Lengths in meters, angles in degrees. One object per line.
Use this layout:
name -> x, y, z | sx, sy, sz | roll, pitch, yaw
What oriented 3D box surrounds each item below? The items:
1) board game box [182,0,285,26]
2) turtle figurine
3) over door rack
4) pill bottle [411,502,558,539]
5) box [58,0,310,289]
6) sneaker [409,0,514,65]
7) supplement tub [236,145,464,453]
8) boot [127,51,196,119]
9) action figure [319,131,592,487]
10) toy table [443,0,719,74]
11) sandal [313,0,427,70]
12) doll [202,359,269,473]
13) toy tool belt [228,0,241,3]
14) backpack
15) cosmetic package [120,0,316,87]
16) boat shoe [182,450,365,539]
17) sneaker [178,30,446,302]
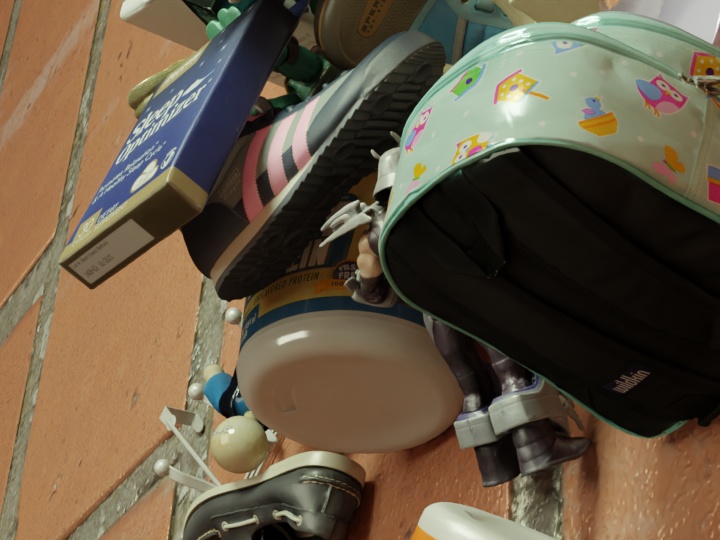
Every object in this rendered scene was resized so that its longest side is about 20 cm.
board game box -> -0.056, -0.256, 1.226 | 0.200, 0.028, 0.135 | -65, -13, -2
turtle figurine -> -0.035, -0.137, 1.238 | 0.101, 0.200, 0.150 | 17, 107, 32
over door rack -> -0.111, 0.094, 1.402 | 0.148, 0.067, 0.200 | -64, 24, 11
pill bottle -> 0.048, 0.226, 0.880 | 0.110, 0.109, 0.200 | 20, 89, 67
box -> -0.101, -0.088, 1.052 | 0.121, 0.032, 0.200 | -31, 26, 44
sneaker -> 0.060, -0.212, 1.166 | 0.080, 0.130, 0.200 | -73, -23, -48
supplement tub -> 0.000, 0.000, 1.133 | 0.145, 0.144, 0.200 | -43, 35, 47
boot -> -0.098, -0.093, 1.348 | 0.073, 0.156, 0.200 | -35, 0, 18
action figure -> 0.054, 0.017, 0.965 | 0.130, 0.069, 0.200 | -21, 94, 45
toy table -> 0.113, -0.119, 1.023 | 0.200, 0.117, 0.184 | -50, 29, 39
sandal -> 0.035, -0.202, 1.024 | 0.055, 0.082, 0.200 | 44, 112, 49
doll -> -0.060, 0.062, 1.263 | 0.136, 0.048, 0.200 | -11, 43, 33
toy tool belt -> -0.066, -0.208, 1.051 | 0.200, 0.125, 0.123 | -90, 14, -74
backpack -> 0.113, -0.031, 0.839 | 0.176, 0.200, 0.154 | -40, 36, 50
cosmetic package -> -0.055, -0.251, 1.399 | 0.165, 0.200, 0.165 | -12, 60, 63
boat shoe -> -0.069, 0.185, 1.225 | 0.200, 0.073, 0.063 | -35, 37, 46
sneaker -> -0.038, -0.077, 1.026 | 0.200, 0.070, 0.082 | -46, 64, 17
